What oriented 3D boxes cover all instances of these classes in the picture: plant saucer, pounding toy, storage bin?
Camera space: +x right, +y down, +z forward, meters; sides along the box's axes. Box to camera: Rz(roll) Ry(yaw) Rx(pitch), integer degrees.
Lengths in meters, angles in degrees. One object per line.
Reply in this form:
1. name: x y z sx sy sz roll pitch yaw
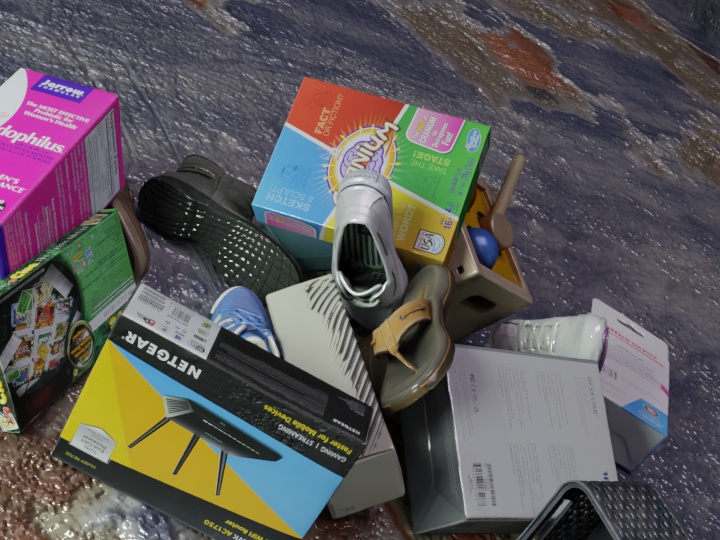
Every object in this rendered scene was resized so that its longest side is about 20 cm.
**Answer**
1. plant saucer: -0.028 -0.031 1.289 0.199 0.019 0.070 -3 45 -47
2. pounding toy: 0.111 -0.044 1.223 0.200 0.141 0.186 24 43 -58
3. storage bin: 0.219 0.285 0.932 0.093 0.136 0.201 8 37 -36

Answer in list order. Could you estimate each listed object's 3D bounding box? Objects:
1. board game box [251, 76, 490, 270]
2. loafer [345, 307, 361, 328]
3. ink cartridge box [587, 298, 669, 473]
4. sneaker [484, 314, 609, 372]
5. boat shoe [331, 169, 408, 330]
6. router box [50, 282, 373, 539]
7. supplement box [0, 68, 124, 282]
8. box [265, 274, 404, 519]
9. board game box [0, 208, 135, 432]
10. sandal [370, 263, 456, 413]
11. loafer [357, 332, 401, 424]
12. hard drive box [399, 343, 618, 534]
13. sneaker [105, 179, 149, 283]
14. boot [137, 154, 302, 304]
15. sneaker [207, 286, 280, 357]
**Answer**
1. board game box: 0.012 -0.094 1.120 0.198 0.040 0.154 16 70 11
2. loafer: 0.025 0.020 1.215 0.063 0.072 0.200 41 28 3
3. ink cartridge box: 0.289 0.126 1.305 0.115 0.068 0.200 32 30 -1
4. sneaker: 0.190 0.087 1.190 0.099 0.200 0.076 19 71 -10
5. boat shoe: 0.000 0.000 1.045 0.073 0.201 0.067 3 48 14
6. router box: -0.111 0.121 0.849 0.199 0.150 0.051 28 29 -6
7. supplement box: -0.286 -0.067 0.941 0.100 0.104 0.201 16 41 10
8. box: -0.024 0.106 0.991 0.068 0.083 0.201 -18 50 -4
9. board game box: -0.239 0.034 0.914 0.023 0.106 0.200 -4 21 20
10. sandal: 0.043 0.050 0.991 0.054 0.082 0.201 39 34 -17
11. loafer: 0.072 0.124 1.102 0.199 0.068 0.076 27 30 -10
12. hard drive box: 0.138 0.159 1.043 0.198 0.077 0.158 10 65 -34
13. sneaker: -0.241 -0.067 1.084 0.075 0.071 0.200 -6 47 -49
14. boot: -0.124 -0.053 1.182 0.199 0.068 0.131 36 27 5
15. sneaker: -0.098 0.074 1.005 0.075 0.077 0.201 18 31 -20
